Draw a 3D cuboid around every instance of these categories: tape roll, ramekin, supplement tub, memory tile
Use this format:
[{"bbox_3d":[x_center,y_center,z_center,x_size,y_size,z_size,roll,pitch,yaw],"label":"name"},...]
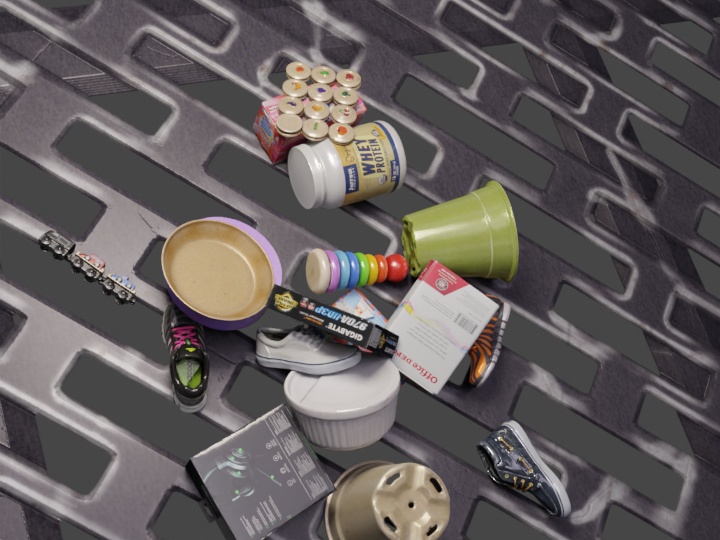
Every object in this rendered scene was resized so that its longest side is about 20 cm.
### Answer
[{"bbox_3d":[-0.243,0.004,1.588,0.199,0.066,0.201,16,50,-21],"label":"tape roll"},{"bbox_3d":[-0.028,0.226,1.536,0.201,0.202,0.095,-17,117,-23],"label":"ramekin"},{"bbox_3d":[-0.027,-0.201,1.726,0.199,0.144,0.145,-18,76,-24],"label":"supplement tub"},{"bbox_3d":[-0.079,-0.323,1.702,0.152,0.017,0.201,9,54,-4],"label":"memory tile"}]

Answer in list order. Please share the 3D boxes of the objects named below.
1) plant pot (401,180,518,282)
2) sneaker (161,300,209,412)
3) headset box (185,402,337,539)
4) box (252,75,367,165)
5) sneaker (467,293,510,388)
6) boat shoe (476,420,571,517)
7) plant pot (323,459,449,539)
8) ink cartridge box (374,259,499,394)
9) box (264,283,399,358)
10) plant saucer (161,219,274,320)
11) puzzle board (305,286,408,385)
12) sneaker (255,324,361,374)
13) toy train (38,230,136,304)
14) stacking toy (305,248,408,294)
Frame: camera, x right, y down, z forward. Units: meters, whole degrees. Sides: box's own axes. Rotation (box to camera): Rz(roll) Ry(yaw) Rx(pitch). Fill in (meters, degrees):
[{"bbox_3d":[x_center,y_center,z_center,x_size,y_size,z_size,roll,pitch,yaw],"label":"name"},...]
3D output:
[{"bbox_3d":[0.183,-0.060,1.734,0.189,0.200,0.201,-10,72,-8],"label":"plant pot"},{"bbox_3d":[-0.296,0.138,1.532,0.073,0.087,0.201,-3,70,-19],"label":"sneaker"},{"bbox_3d":[-0.173,0.349,1.484,0.199,0.093,0.175,-29,81,-25],"label":"headset box"},{"bbox_3d":[-0.101,-0.300,1.766,0.199,0.100,0.096,-25,78,-26],"label":"box"},{"bbox_3d":[0.214,0.127,1.722,0.112,0.078,0.201,24,53,-4],"label":"sneaker"},{"bbox_3d":[0.298,0.383,1.647,0.091,0.071,0.201,-27,73,-24],"label":"boat shoe"},{"bbox_3d":[0.057,0.404,1.490,0.199,0.184,0.202,6,68,-16],"label":"plant pot"},{"bbox_3d":[0.134,0.102,1.632,0.145,0.083,0.200,35,92,-4],"label":"ink cartridge box"},{"bbox_3d":[-0.046,0.089,1.540,0.199,0.159,0.046,20,85,20],"label":"box"},{"bbox_3d":[-0.245,0.005,1.517,0.199,0.035,0.201,16,51,-21],"label":"plant saucer"},{"bbox_3d":[0.007,0.145,1.671,0.200,0.017,0.151,47,63,3],"label":"puzzle board"},{"bbox_3d":[-0.097,0.134,1.554,0.199,0.071,0.073,0,24,19],"label":"sneaker"},{"bbox_3d":[-0.473,-0.006,1.563,0.200,0.034,0.046,35,50,-1],"label":"toy train"},{"bbox_3d":[0.000,0.000,1.700,0.199,0.085,0.086,-1,69,-26],"label":"stacking toy"}]
